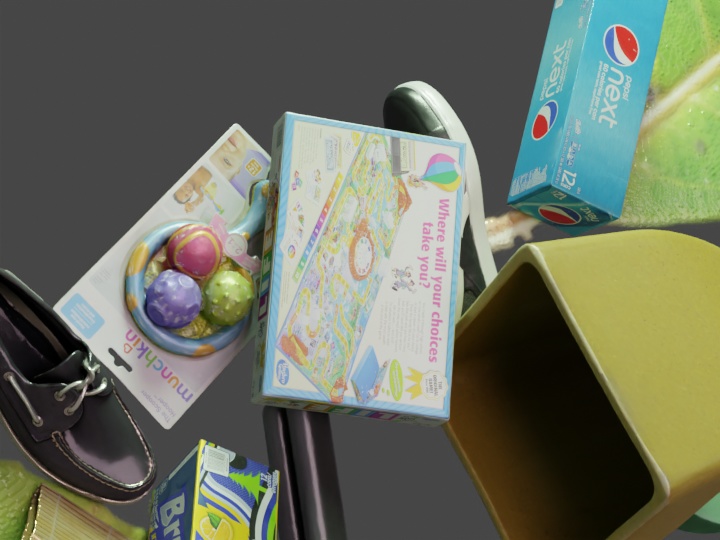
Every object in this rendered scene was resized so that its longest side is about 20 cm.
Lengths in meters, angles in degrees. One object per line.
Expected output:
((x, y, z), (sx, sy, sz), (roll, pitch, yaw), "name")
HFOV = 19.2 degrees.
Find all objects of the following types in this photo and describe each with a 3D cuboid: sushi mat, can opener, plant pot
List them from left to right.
((-0.137, 0.222, 1.385), (0.200, 0.012, 0.096), (35, 30, -17), "sushi mat")
((-0.025, 0.184, 1.465), (0.066, 0.053, 0.200), (-4, 79, -46), "can opener")
((0.197, 0.087, 1.484), (0.200, 0.194, 0.196), (-15, 68, -32), "plant pot")

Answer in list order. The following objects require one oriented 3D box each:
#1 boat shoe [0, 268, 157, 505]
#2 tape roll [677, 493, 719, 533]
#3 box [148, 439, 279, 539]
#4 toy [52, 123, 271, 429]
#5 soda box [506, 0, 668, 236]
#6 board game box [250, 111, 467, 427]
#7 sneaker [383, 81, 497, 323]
((-0.201, 0.074, 1.383), (0.200, 0.063, 0.073), (49, 60, -10), "boat shoe")
((0.272, 0.102, 1.650), (0.200, 0.048, 0.201), (7, 75, -28), "tape roll")
((-0.098, 0.210, 1.358), (0.064, 0.070, 0.200), (25, 40, -22), "box")
((-0.102, -0.002, 1.466), (0.115, 0.047, 0.200), (47, 60, -10), "toy")
((0.177, -0.133, 1.645), (0.068, 0.064, 0.200), (24, 67, -23), "soda box")
((0.000, 0.000, 1.465), (0.134, 0.034, 0.200), (9, 74, -15), "board game box")
((0.031, -0.034, 1.533), (0.112, 0.073, 0.200), (-15, 87, -33), "sneaker")
